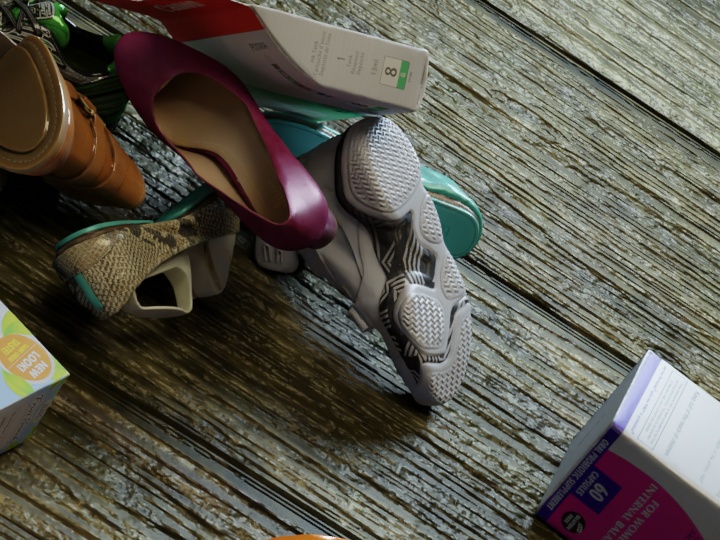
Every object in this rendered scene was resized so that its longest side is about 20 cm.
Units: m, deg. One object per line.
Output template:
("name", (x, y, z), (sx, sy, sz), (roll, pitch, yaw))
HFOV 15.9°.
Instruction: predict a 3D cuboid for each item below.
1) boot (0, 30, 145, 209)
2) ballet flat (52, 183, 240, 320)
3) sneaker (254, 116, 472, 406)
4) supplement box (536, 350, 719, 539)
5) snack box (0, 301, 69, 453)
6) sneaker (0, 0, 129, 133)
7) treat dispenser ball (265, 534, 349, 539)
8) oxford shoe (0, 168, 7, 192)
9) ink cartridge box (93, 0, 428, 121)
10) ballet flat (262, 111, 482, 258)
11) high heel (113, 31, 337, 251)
("boot", (-0.187, -0.082, 1.617), (0.155, 0.074, 0.200), (46, 3, -38))
("ballet flat", (-0.126, -0.007, 1.663), (0.075, 0.068, 0.200), (61, 30, 1))
("sneaker", (0.000, 0.000, 1.753), (0.075, 0.115, 0.200), (-28, 103, -51))
("supplement box", (0.235, 0.167, 1.730), (0.200, 0.101, 0.103), (36, 36, 0))
("snack box", (-0.291, 0.052, 1.454), (0.169, 0.068, 0.200), (46, 38, 13))
("sneaker", (-0.241, -0.157, 1.718), (0.200, 0.085, 0.078), (17, 39, -23))
("treat dispenser ball", (-0.023, 0.239, 1.350), (0.201, 0.201, 0.201), (22, 38, -18))
("oxford shoe", (-0.311, -0.101, 1.629), (0.200, 0.070, 0.075), (40, 13, 2))
("ink cartridge box", (-0.078, -0.144, 1.706), (0.200, 0.161, 0.050), (11, 87, -25))
("ballet flat", (-0.007, -0.063, 1.835), (0.200, 0.067, 0.070), (23, 13, -18))
("high heel", (-0.093, -0.090, 1.651), (0.200, 0.067, 0.096), (40, 4, 13))
